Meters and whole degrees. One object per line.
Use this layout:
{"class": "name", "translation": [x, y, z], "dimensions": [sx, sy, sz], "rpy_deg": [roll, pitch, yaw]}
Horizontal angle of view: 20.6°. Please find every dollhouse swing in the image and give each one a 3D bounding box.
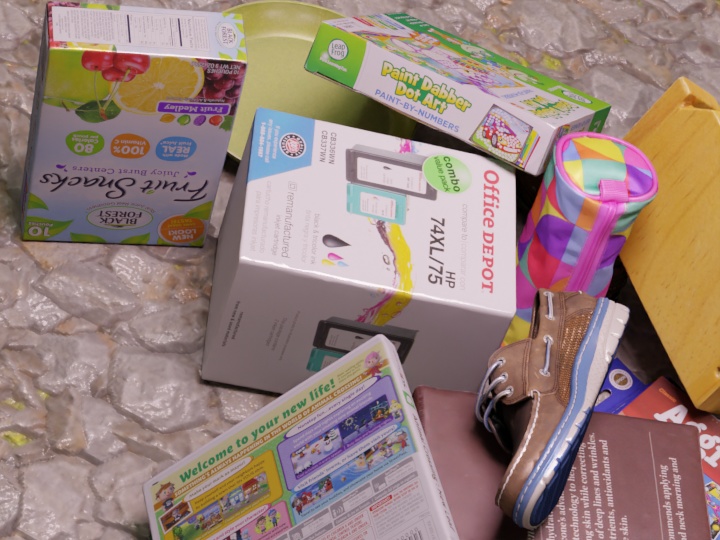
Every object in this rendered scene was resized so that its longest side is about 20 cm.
{"class": "dollhouse swing", "translation": [0.294, -0.014, 1.486], "dimensions": [0.174, 0.182, 0.201], "rpy_deg": [-1, 56, -37]}

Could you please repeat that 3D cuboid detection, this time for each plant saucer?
{"class": "plant saucer", "translation": [-0.051, -0.139, 1.616], "dimensions": [0.198, 0.031, 0.201], "rpy_deg": [8, 50, -10]}

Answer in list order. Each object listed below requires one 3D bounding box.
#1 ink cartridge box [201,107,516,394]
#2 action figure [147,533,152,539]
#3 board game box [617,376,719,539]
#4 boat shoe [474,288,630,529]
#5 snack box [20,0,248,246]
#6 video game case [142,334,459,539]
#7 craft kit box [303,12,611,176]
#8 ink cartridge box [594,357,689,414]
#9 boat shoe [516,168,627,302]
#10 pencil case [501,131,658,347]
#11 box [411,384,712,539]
{"class": "ink cartridge box", "translation": [0.000, 0.000, 1.441], "dimensions": [0.198, 0.147, 0.148], "rpy_deg": [11, 50, -9]}
{"class": "action figure", "translation": [-0.041, 0.147, 1.369], "dimensions": [0.118, 0.055, 0.200], "rpy_deg": [39, 53, 2]}
{"class": "board game box", "translation": [0.257, 0.166, 1.408], "dimensions": [0.200, 0.020, 0.103], "rpy_deg": [39, 56, 25]}
{"class": "boat shoe", "translation": [0.110, 0.083, 1.247], "dimensions": [0.072, 0.073, 0.200], "rpy_deg": [21, 37, 8]}
{"class": "snack box", "translation": [-0.167, -0.101, 1.437], "dimensions": [0.141, 0.201, 0.053], "rpy_deg": [3, 50, -14]}
{"class": "video game case", "translation": [-0.042, 0.158, 1.249], "dimensions": [0.199, 0.022, 0.183], "rpy_deg": [-33, 44, 14]}
{"class": "craft kit box", "translation": [0.080, -0.140, 1.531], "dimensions": [0.196, 0.049, 0.200], "rpy_deg": [28, 17, 12]}
{"class": "ink cartridge box", "translation": [0.233, 0.146, 1.469], "dimensions": [0.094, 0.037, 0.200], "rpy_deg": [-30, 63, -33]}
{"class": "boat shoe", "translation": [0.169, -0.062, 1.595], "dimensions": [0.071, 0.068, 0.201], "rpy_deg": [-10, 54, -21]}
{"class": "pencil case", "translation": [0.153, -0.006, 1.465], "dimensions": [0.087, 0.201, 0.089], "rpy_deg": [9, 40, -8]}
{"class": "box", "translation": [0.113, 0.199, 1.301], "dimensions": [0.198, 0.165, 0.167], "rpy_deg": [9, 49, -9]}
